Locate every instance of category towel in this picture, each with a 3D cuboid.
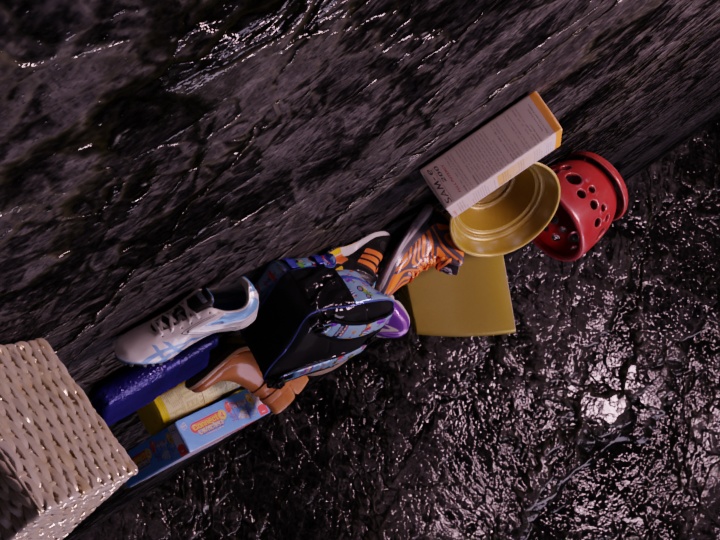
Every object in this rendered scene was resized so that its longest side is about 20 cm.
[{"bbox_3d":[-0.314,0.156,1.552,0.200,0.050,0.148,-31,168,-28],"label":"towel"}]

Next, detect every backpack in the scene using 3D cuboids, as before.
[{"bbox_3d":[-0.058,0.064,1.517,0.199,0.135,0.183,-10,147,-43],"label":"backpack"}]

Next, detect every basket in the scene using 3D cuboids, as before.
[{"bbox_3d":[-0.368,0.189,1.031,0.161,0.200,0.198,-41,170,13],"label":"basket"}]

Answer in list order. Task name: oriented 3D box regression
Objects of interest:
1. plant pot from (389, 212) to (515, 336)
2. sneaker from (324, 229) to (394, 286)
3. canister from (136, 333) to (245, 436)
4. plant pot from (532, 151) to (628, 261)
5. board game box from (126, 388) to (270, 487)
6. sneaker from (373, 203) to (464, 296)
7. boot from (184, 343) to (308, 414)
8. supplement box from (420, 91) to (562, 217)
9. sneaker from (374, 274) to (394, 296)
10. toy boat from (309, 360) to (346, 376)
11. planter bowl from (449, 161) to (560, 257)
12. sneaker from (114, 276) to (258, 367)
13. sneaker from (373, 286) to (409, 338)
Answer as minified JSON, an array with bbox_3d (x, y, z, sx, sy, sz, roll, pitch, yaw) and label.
[{"bbox_3d":[0.160,0.015,1.896,0.175,0.201,0.200,-15,-160,-5],"label":"plant pot"},{"bbox_3d":[0.000,0.000,1.675,0.070,0.090,0.200,-39,170,38],"label":"sneaker"},{"bbox_3d":[-0.281,0.200,1.778,0.199,0.087,0.149,-27,172,-28],"label":"canister"},{"bbox_3d":[0.462,-0.150,2.235,0.182,0.201,0.200,-39,174,-21],"label":"plant pot"},{"bbox_3d":[-0.289,0.285,1.781,0.196,0.056,0.200,-34,172,38],"label":"board game box"},{"bbox_3d":[0.108,-0.012,1.727,0.200,0.112,0.078,-56,-178,-22],"label":"sneaker"},{"bbox_3d":[-0.181,0.180,1.711,0.200,0.155,0.074,-38,-155,-24],"label":"boot"},{"bbox_3d":[0.192,-0.166,1.507,0.200,0.074,0.126,-34,172,6],"label":"supplement box"},{"bbox_3d":[0.007,0.039,1.904,0.081,0.077,0.200,-36,-179,-5],"label":"sneaker"},{"bbox_3d":[-0.098,0.081,1.688,0.200,0.131,0.130,32,119,-34],"label":"toy boat"},{"bbox_3d":[0.227,-0.124,1.725,0.199,0.084,0.201,-13,134,-14],"label":"planter bowl"},{"bbox_3d":[-0.224,0.062,1.319,0.199,0.072,0.073,-23,134,-23],"label":"sneaker"},{"bbox_3d":[0.011,0.066,1.751,0.081,0.200,0.083,-51,-147,7],"label":"sneaker"}]
